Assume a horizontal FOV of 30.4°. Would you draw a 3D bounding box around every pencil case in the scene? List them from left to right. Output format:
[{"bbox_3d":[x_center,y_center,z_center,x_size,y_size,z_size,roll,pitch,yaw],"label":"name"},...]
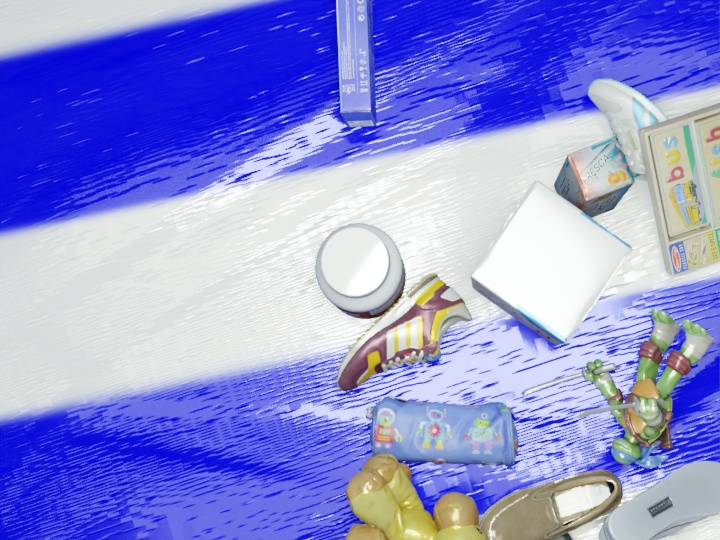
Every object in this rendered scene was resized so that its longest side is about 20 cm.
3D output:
[{"bbox_3d":[0.107,0.208,1.728,0.198,0.078,0.088,2,77,5],"label":"pencil case"}]

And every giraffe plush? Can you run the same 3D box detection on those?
[{"bbox_3d":[0.083,0.332,1.649,0.161,0.172,0.202,-1,102,22],"label":"giraffe plush"}]

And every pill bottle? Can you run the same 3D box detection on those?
[{"bbox_3d":[0.000,0.000,1.696,0.111,0.200,0.114,-1,83,4],"label":"pill bottle"}]

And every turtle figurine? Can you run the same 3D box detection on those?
[{"bbox_3d":[0.344,0.135,1.685,0.199,0.144,0.195,33,84,3],"label":"turtle figurine"}]

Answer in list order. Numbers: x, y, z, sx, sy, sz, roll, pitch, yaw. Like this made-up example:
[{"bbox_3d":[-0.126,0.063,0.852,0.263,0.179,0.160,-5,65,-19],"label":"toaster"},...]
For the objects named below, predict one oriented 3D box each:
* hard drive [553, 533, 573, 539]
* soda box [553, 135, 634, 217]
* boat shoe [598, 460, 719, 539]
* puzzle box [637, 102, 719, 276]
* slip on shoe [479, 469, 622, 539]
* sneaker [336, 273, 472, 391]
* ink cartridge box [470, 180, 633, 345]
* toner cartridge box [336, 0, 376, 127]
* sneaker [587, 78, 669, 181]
[{"bbox_3d":[0.239,0.416,1.718,0.139,0.033,0.201,-37,83,0],"label":"hard drive"},{"bbox_3d":[0.294,-0.111,1.684,0.068,0.200,0.064,-21,83,0],"label":"soda box"},{"bbox_3d":[0.390,0.302,1.702,0.198,0.065,0.074,-16,71,-18],"label":"boat shoe"},{"bbox_3d":[0.439,-0.106,1.711,0.132,0.025,0.202,-18,109,-5],"label":"puzzle box"},{"bbox_3d":[0.239,0.307,1.682,0.198,0.061,0.077,-19,79,3],"label":"slip on shoe"},{"bbox_3d":[0.057,0.100,1.745,0.200,0.075,0.090,-46,77,0],"label":"sneaker"},{"bbox_3d":[0.235,-0.004,1.679,0.147,0.200,0.145,35,90,7],"label":"ink cartridge box"},{"bbox_3d":[-0.006,-0.301,1.782,0.043,0.095,0.202,-3,83,4],"label":"toner cartridge box"},{"bbox_3d":[0.368,-0.172,1.749,0.081,0.077,0.200,-44,81,1],"label":"sneaker"}]
